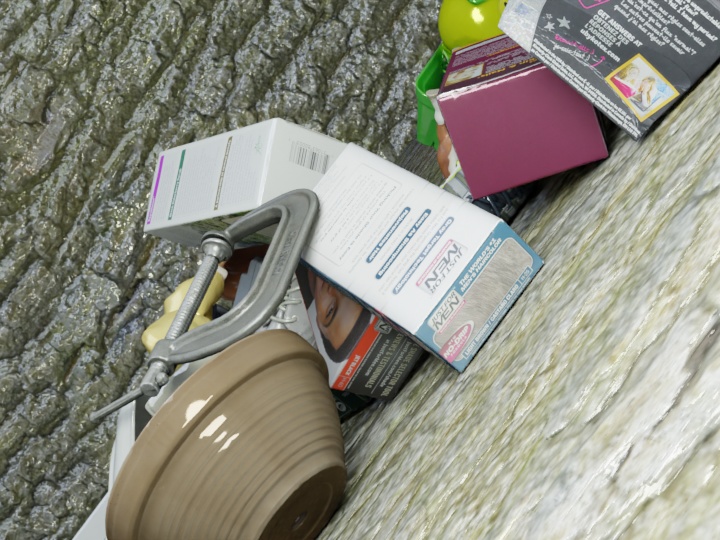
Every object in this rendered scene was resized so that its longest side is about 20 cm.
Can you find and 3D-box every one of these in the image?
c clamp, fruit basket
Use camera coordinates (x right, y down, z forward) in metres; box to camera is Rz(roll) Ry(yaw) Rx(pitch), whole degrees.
[{"bbox_3d":[-0.110,0.015,1.060,0.170,0.027,0.200,-21,31,38],"label":"c clamp"},{"bbox_3d":[0.146,-0.235,1.534,0.216,0.155,0.216,-61,-6,-11],"label":"fruit basket"}]

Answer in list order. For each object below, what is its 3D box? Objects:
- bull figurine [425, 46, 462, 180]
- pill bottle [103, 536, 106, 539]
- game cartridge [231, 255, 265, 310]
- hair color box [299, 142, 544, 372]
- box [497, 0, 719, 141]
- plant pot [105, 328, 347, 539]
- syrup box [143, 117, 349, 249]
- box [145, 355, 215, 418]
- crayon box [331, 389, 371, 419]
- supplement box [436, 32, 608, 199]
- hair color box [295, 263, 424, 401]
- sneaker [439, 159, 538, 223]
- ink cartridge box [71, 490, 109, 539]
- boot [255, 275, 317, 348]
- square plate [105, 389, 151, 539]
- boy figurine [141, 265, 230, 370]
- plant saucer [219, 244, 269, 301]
[{"bbox_3d":[0.107,-0.132,1.374,0.065,0.122,0.200,-4,27,14],"label":"bull figurine"},{"bbox_3d":[-0.150,0.205,1.345,0.200,0.119,0.120,-52,5,-8],"label":"pill bottle"},{"bbox_3d":[-0.055,0.047,1.426,0.200,0.041,0.134,-6,-67,-54],"label":"game cartridge"},{"bbox_3d":[0.030,-0.014,1.040,0.100,0.060,0.200,-52,37,-3],"label":"hair color box"},{"bbox_3d":[0.196,-0.209,1.012,0.115,0.132,0.200,-48,7,34],"label":"box"},{"bbox_3d":[-0.075,0.148,1.007,0.201,0.093,0.201,-40,-28,-27],"label":"plant pot"},{"bbox_3d":[-0.102,-0.070,1.236,0.200,0.078,0.082,-6,70,54],"label":"syrup box"},{"bbox_3d":[-0.101,0.139,1.143,0.082,0.068,0.200,-47,-25,-16],"label":"box"},{"bbox_3d":[0.019,0.046,1.319,0.200,0.051,0.126,-55,6,-26],"label":"crayon box"},{"bbox_3d":[0.130,-0.135,1.130,0.110,0.086,0.200,-17,15,13],"label":"supplement box"},{"bbox_3d":[0.000,0.000,1.183,0.102,0.061,0.200,-59,32,29],"label":"hair color box"},{"bbox_3d":[0.104,-0.063,1.219,0.081,0.074,0.200,-39,16,46],"label":"sneaker"},{"bbox_3d":[-0.191,0.234,1.485,0.200,0.085,0.148,-54,-17,-6],"label":"ink cartridge box"},{"bbox_3d":[-0.067,0.026,1.308,0.073,0.096,0.200,10,49,33],"label":"boot"},{"bbox_3d":[-0.166,0.203,1.129,0.198,0.028,0.201,54,-144,-77],"label":"square plate"},{"bbox_3d":[-0.139,0.055,1.202,0.200,0.064,0.125,104,-174,-86],"label":"boy figurine"},{"bbox_3d":[-0.063,-0.043,1.393,0.200,0.038,0.200,-30,-19,-12],"label":"plant saucer"}]
